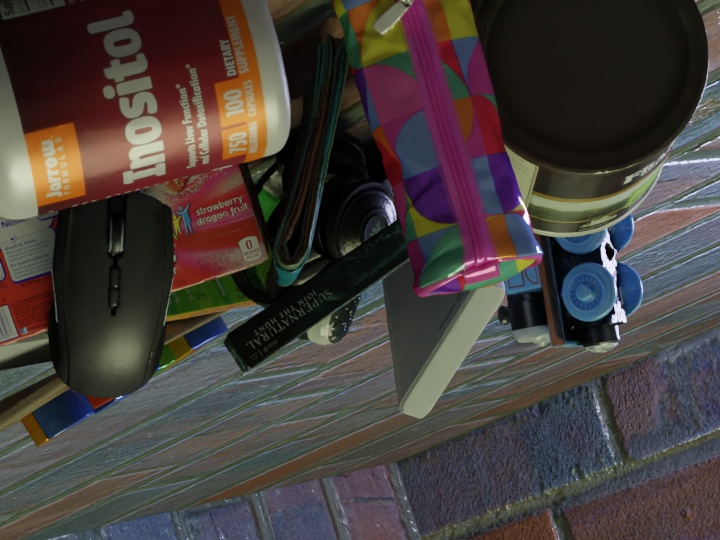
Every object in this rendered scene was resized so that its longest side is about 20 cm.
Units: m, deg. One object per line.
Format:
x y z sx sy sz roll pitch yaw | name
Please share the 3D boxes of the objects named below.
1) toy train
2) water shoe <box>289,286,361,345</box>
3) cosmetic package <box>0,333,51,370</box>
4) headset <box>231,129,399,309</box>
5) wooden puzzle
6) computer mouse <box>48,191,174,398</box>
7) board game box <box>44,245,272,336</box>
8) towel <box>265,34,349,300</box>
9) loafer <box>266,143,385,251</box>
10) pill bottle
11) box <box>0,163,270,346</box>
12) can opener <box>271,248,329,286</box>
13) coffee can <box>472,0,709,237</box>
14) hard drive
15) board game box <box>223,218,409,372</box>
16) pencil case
0.155 -0.030 1.676 0.114 0.201 0.087 -11 175 29 | toy train
-0.028 -0.015 1.709 0.079 0.072 0.200 14 -149 8 | water shoe
-0.282 0.031 1.575 0.200 0.081 0.113 -12 171 -35 | cosmetic package
-0.006 -0.048 1.510 0.200 0.124 0.094 -45 135 13 | headset
-0.191 0.079 1.633 0.200 0.046 0.185 -27 -179 27 | wooden puzzle
-0.175 -0.009 1.253 0.140 0.201 0.046 7 -158 -13 | computer mouse
-0.156 -0.008 1.534 0.200 0.096 0.030 -10 168 -36 | board game box
-0.037 -0.059 1.327 0.022 0.147 0.200 13 173 -4 | towel
-0.033 -0.038 1.641 0.200 0.068 0.070 -24 149 15 | loafer
-0.145 -0.091 1.079 0.199 0.113 0.113 -16 169 -11 | pill bottle
-0.165 -0.031 1.333 0.199 0.100 0.095 -18 -167 0 | box
0.025 -0.046 1.565 0.200 0.079 0.063 -34 143 4 | can opener
0.137 -0.112 1.346 0.146 0.147 0.200 -17 170 -2 | coffee can
0.059 0.002 1.616 0.027 0.200 0.132 20 121 -19 | hard drive
0.000 0.000 1.368 0.200 0.028 0.135 -34 179 -5 | board game box
0.043 -0.086 1.211 0.088 0.201 0.088 -17 179 0 | pencil case
